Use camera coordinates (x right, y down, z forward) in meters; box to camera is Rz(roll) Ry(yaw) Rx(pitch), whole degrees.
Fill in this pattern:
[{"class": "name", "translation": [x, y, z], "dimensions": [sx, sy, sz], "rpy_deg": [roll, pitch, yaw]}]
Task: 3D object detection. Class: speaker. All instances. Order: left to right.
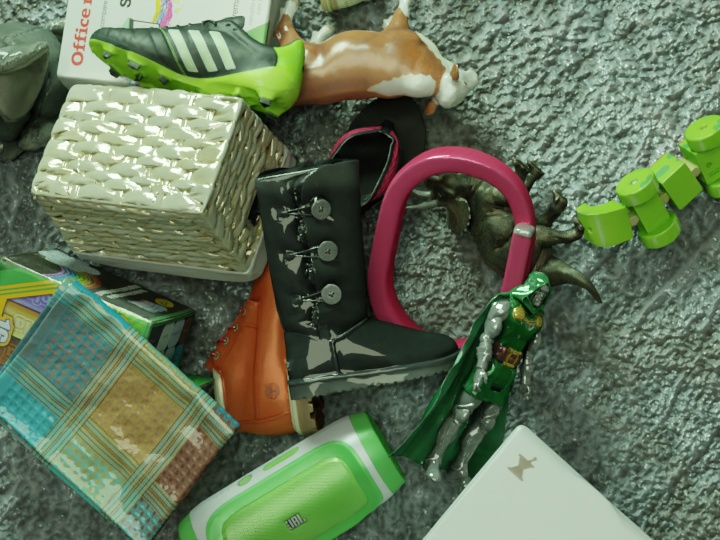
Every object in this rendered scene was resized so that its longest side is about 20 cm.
[{"class": "speaker", "translation": [-0.062, 0.208, 1.430], "dimensions": [0.199, 0.088, 0.089], "rpy_deg": [-31, 78, 2]}]

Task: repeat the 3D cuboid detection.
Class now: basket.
[{"class": "basket", "translation": [-0.178, -0.084, 1.439], "dimensions": [0.197, 0.124, 0.137], "rpy_deg": [7, 65, 22]}]

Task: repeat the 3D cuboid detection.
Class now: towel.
[{"class": "towel", "translation": [-0.219, 0.122, 1.369], "dimensions": [0.199, 0.022, 0.147], "rpy_deg": [40, 102, 7]}]

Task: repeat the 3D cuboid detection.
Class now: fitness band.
[{"class": "fitness band", "translation": [0.080, -0.011, 1.424], "dimensions": [0.142, 0.037, 0.202], "rpy_deg": [17, 116, 11]}]

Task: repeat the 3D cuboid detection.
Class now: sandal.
[{"class": "sandal", "translation": [-0.001, -0.091, 1.460], "dimensions": [0.075, 0.045, 0.200], "rpy_deg": [36, 63, 7]}]

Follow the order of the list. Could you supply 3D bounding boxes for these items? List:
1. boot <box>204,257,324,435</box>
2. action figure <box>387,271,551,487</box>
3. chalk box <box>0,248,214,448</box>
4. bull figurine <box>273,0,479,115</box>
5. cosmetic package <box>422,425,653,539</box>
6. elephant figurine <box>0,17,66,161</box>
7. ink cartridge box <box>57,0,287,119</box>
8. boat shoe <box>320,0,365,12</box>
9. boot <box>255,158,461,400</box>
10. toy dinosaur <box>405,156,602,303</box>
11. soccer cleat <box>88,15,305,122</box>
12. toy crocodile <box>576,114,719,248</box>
[{"class": "boot", "translation": [-0.097, 0.053, 1.468], "dimensions": [0.106, 0.075, 0.203], "rpy_deg": [-7, 81, 11]}, {"class": "action figure", "translation": [0.115, 0.092, 1.393], "dimensions": [0.055, 0.117, 0.202], "rpy_deg": [35, 104, 49]}, {"class": "chalk box", "translation": [-0.233, 0.077, 1.443], "dimensions": [0.198, 0.125, 0.125], "rpy_deg": [23, 99, 11]}, {"class": "bull figurine", "translation": [0.010, -0.199, 1.479], "dimensions": [0.197, 0.066, 0.123], "rpy_deg": [-3, 52, 0]}, {"class": "cosmetic package", "translation": [0.147, 0.250, 1.337], "dimensions": [0.167, 0.200, 0.167], "rpy_deg": [41, 88, 12]}, {"class": "elephant figurine", "translation": [-0.347, -0.180, 1.470], "dimensions": [0.139, 0.200, 0.157], "rpy_deg": [-8, 80, 6]}, {"class": "ink cartridge box", "translation": [-0.176, -0.232, 1.515], "dimensions": [0.197, 0.084, 0.147], "rpy_deg": [7, 83, 8]}, {"class": "boat shoe", "translation": [-0.035, -0.349, 1.521], "dimensions": [0.062, 0.073, 0.203], "rpy_deg": [-17, 81, 7]}, {"class": "boot", "translation": [-0.001, 0.000, 1.404], "dimensions": [0.163, 0.066, 0.203], "rpy_deg": [-10, 91, -13]}, {"class": "toy dinosaur", "translation": [0.142, -0.037, 1.459], "dimensions": [0.200, 0.077, 0.102], "rpy_deg": [46, 107, 1]}, {"class": "soccer cleat", "translation": [-0.145, -0.194, 1.437], "dimensions": [0.197, 0.068, 0.082], "rpy_deg": [15, 70, 7]}, {"class": "toy crocodile", "translation": [0.288, -0.085, 1.447], "dimensions": [0.199, 0.062, 0.068], "rpy_deg": [-36, 118, -1]}]
